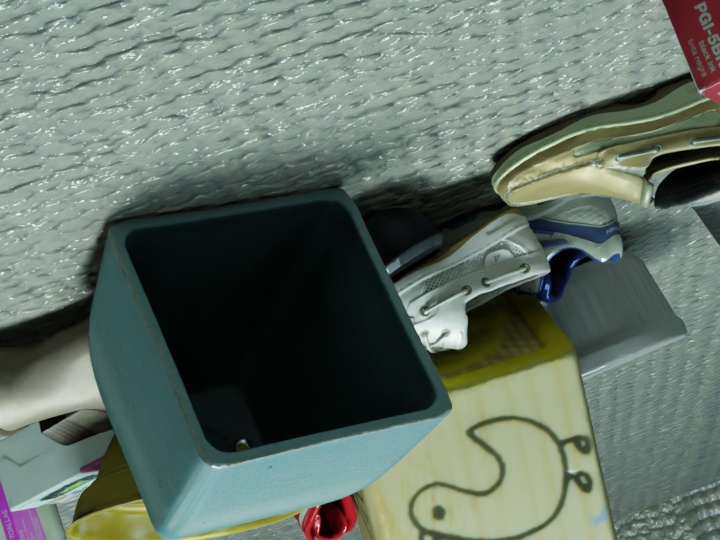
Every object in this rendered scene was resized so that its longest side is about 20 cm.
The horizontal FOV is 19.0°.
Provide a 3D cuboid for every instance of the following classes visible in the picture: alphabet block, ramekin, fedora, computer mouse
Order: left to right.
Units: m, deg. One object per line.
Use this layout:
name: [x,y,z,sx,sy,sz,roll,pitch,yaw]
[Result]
computer mouse: [0.000,0.000,1.670,0.138,0.053,0.200,-31,172,-24]
alphabet block: [0.083,0.147,1.749,0.194,0.201,0.196,-18,-160,-7]
ramekin: [0.190,0.055,1.962,0.202,0.095,0.202,-23,174,-3]
fedora: [0.333,-0.068,1.675,0.200,0.092,0.201,-28,-173,4]

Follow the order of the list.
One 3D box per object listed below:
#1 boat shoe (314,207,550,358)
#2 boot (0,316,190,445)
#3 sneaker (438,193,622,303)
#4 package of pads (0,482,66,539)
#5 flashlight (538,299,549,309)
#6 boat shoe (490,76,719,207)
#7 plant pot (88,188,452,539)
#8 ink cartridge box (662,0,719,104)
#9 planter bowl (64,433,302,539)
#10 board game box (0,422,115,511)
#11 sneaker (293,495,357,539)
boat shoe: [0.058,0.031,1.639,0.200,0.069,0.071,-34,174,-9]
boot: [-0.214,0.064,1.620,0.146,0.070,0.200,-36,148,17]
sneaker: [0.121,-0.007,1.738,0.200,0.089,0.075,-29,163,33]
package of pads: [-0.359,0.258,1.912,0.199,0.155,0.068,-17,164,-10]
flashlight: [0.059,0.036,1.845,0.199,0.068,0.068,-19,173,-6]
boat shoe: [0.198,-0.082,1.604,0.199,0.076,0.072,-22,164,7]
plant pot: [-0.088,0.087,1.543,0.196,0.196,0.200,-10,151,-30]
ink cartridge box: [0.318,-0.181,1.409,0.199,0.083,0.147,-27,162,24]
planter bowl: [-0.141,0.158,1.720,0.199,0.084,0.200,-9,162,-3]
board game box: [-0.197,0.146,1.875,0.147,0.065,0.200,-27,167,35]
sneaker: [-0.067,0.186,1.826,0.078,0.116,0.200,-16,169,-20]
